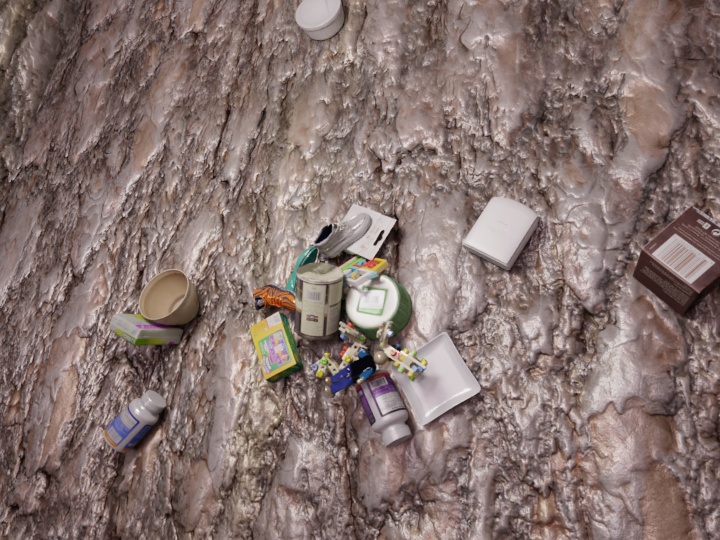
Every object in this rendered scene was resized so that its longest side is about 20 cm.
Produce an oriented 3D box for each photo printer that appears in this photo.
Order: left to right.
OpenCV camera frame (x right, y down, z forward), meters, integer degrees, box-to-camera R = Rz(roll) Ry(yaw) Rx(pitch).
[{"bbox_3d":[0.429,-0.121,1.568,0.166,0.069,0.200,31,84,28],"label":"photo printer"}]

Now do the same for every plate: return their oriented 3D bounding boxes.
[{"bbox_3d":[0.216,0.313,1.503,0.199,0.032,0.200,-33,61,6],"label":"plate"}]

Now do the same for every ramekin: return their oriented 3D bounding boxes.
[{"bbox_3d":[-0.159,-1.049,2.149,0.202,0.094,0.203,-8,67,19],"label":"ramekin"},{"bbox_3d":[0.050,0.107,1.610,0.200,0.098,0.200,-8,67,19],"label":"ramekin"}]

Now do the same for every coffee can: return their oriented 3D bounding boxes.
[{"bbox_3d":[-0.130,0.095,1.608,0.146,0.146,0.200,17,115,26],"label":"coffee can"}]

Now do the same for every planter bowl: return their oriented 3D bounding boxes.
[{"bbox_3d":[-0.666,0.114,1.860,0.200,0.135,0.200,-10,56,15],"label":"planter bowl"}]

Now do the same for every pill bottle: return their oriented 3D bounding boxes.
[{"bbox_3d":[-0.762,0.508,1.765,0.200,0.112,0.112,-46,61,-2],"label":"pill bottle"},{"bbox_3d":[0.069,0.394,1.484,0.111,0.111,0.200,-30,62,8],"label":"pill bottle"}]

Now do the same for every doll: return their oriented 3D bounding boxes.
[{"bbox_3d":[-0.011,0.283,1.481,0.200,0.048,0.137,-32,27,18],"label":"doll"}]

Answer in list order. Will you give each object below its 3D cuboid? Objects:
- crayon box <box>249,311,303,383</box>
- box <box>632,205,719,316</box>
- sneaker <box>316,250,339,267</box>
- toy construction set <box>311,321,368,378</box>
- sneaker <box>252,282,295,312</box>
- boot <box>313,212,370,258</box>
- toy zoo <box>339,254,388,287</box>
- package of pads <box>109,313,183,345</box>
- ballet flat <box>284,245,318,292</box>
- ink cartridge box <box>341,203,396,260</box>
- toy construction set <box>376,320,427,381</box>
[{"bbox_3d":[-0.278,0.251,1.706,0.119,0.058,0.200,-28,62,9],"label":"crayon box"},{"bbox_3d":[0.818,-0.020,1.301,0.164,0.200,0.166,-42,61,1],"label":"box"},{"bbox_3d":[-0.120,-0.004,1.730,0.077,0.082,0.200,-9,66,18],"label":"sneaker"},{"bbox_3d":[-0.054,0.253,1.583,0.131,0.092,0.200,32,103,10],"label":"toy construction set"},{"bbox_3d":[-0.287,0.106,1.716,0.112,0.078,0.200,-23,27,-35],"label":"sneaker"},{"bbox_3d":[-0.061,-0.129,1.685,0.200,0.096,0.074,-44,51,4],"label":"boot"},{"bbox_3d":[0.000,0.000,1.631,0.131,0.020,0.200,-34,24,-23],"label":"toy zoo"},{"bbox_3d":[-0.755,0.206,1.829,0.154,0.200,0.068,21,93,27],"label":"package of pads"},{"bbox_3d":[-0.209,0.001,1.752,0.070,0.067,0.200,26,99,31],"label":"ballet flat"},{"bbox_3d":[0.014,-0.123,1.727,0.200,0.050,0.161,26,80,36],"label":"ink cartridge box"},{"bbox_3d":[0.110,0.237,1.482,0.092,0.131,0.200,-42,59,2],"label":"toy construction set"}]
